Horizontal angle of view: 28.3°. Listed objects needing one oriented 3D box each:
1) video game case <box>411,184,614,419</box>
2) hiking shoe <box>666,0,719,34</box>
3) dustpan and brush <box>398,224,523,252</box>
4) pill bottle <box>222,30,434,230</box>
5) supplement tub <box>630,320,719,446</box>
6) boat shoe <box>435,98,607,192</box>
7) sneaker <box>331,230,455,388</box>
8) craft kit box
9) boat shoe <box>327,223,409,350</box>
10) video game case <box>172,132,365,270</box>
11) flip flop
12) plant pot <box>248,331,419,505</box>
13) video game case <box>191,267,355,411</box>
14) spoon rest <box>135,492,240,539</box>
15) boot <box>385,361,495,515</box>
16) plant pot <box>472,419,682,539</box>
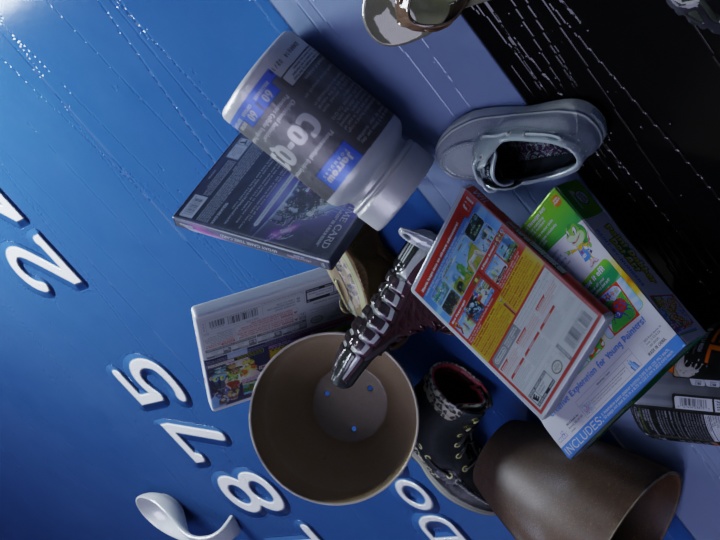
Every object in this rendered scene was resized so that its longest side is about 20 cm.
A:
[{"bbox_3d":[0.145,0.031,1.413,0.200,0.017,0.143,45,130,24],"label":"video game case"},{"bbox_3d":[0.315,-0.225,1.102,0.199,0.076,0.101,29,137,-6],"label":"hiking shoe"},{"bbox_3d":[0.137,-0.010,1.498,0.199,0.057,0.140,29,144,9],"label":"dustpan and brush"},{"bbox_3d":[-0.030,-0.138,1.446,0.200,0.114,0.114,38,145,-4],"label":"pill bottle"},{"bbox_3d":[0.371,0.111,1.387,0.199,0.123,0.123,1,132,39],"label":"supplement tub"},{"bbox_3d":[0.140,-0.113,1.367,0.200,0.072,0.070,-9,126,46],"label":"boat shoe"},{"bbox_3d":[0.060,0.065,1.567,0.115,0.200,0.076,31,-170,-13],"label":"sneaker"},{"bbox_3d":[0.208,0.050,1.400,0.198,0.048,0.200,51,132,16],"label":"craft kit box"},{"bbox_3d":[0.000,0.000,1.626,0.063,0.073,0.201,1,122,47],"label":"boat shoe"},{"bbox_3d":[-0.082,-0.078,1.534,0.199,0.143,0.019,16,143,26],"label":"video game case"},{"bbox_3d":[0.069,-0.248,1.282,0.200,0.058,0.081,-11,124,47],"label":"flip flop"},{"bbox_3d":[-0.022,0.167,1.709,0.200,0.201,0.134,32,-173,5],"label":"plant pot"},{"bbox_3d":[-0.096,0.079,1.712,0.183,0.199,0.023,87,161,-48],"label":"video game case"},{"bbox_3d":[-0.294,0.416,2.361,0.199,0.061,0.100,7,136,34],"label":"spoon rest"},{"bbox_3d":[0.127,0.206,1.742,0.203,0.074,0.154,42,146,2],"label":"boot"},{"bbox_3d":[0.235,0.263,1.653,0.200,0.187,0.187,31,147,30],"label":"plant pot"}]
